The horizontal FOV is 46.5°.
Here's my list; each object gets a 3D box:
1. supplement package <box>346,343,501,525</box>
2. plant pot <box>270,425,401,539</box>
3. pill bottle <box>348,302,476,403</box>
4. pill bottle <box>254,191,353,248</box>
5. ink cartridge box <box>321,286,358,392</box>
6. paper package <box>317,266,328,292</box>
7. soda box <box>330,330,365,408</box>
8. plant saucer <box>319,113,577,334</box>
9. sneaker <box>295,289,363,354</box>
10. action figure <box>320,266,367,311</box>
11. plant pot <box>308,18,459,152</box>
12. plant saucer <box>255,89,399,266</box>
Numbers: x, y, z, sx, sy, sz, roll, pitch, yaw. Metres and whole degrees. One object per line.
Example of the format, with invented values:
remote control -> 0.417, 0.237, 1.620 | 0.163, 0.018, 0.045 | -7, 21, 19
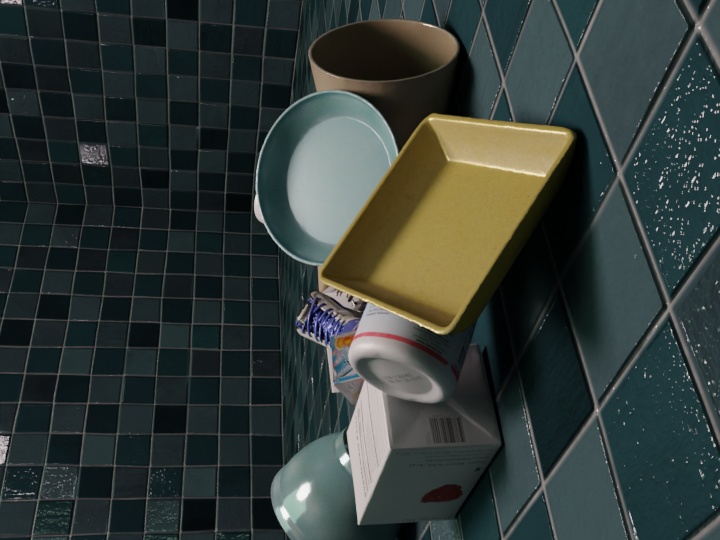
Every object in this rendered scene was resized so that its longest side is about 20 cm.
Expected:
supplement package -> 0.062, 0.185, 0.923 | 0.201, 0.119, 0.121 | 104, 162, -52
plant pot -> -0.012, 0.310, 1.203 | 0.135, 0.198, 0.201 | -55, 23, 20
pill bottle -> 0.069, 0.019, 0.831 | 0.109, 0.107, 0.202 | 113, 180, -63
pill bottle -> -0.039, -0.059, 1.063 | 0.104, 0.198, 0.105 | -40, -36, -37
ink cartridge box -> -0.015, 0.081, 1.350 | 0.115, 0.067, 0.204 | -39, -56, -76
paper package -> -0.017, -0.079, 1.483 | 0.201, 0.102, 0.194 | 112, 158, -60
soda box -> 0.030, 0.143, 1.023 | 0.200, 0.067, 0.064 | 55, -155, -52
plant saucer -> 0.079, -0.040, 0.741 | 0.201, 0.048, 0.199 | -56, 35, -10
sneaker -> -0.036, 0.085, 1.143 | 0.199, 0.114, 0.082 | -86, 18, -85
action figure -> 0.000, 0.000, 1.150 | 0.119, 0.100, 0.202 | 73, -178, -56
plant pot -> 0.033, -0.189, 1.075 | 0.189, 0.184, 0.203 | -102, 7, -53
plant saucer -> -0.034, -0.106, 0.981 | 0.036, 0.197, 0.204 | 1, -89, -61
